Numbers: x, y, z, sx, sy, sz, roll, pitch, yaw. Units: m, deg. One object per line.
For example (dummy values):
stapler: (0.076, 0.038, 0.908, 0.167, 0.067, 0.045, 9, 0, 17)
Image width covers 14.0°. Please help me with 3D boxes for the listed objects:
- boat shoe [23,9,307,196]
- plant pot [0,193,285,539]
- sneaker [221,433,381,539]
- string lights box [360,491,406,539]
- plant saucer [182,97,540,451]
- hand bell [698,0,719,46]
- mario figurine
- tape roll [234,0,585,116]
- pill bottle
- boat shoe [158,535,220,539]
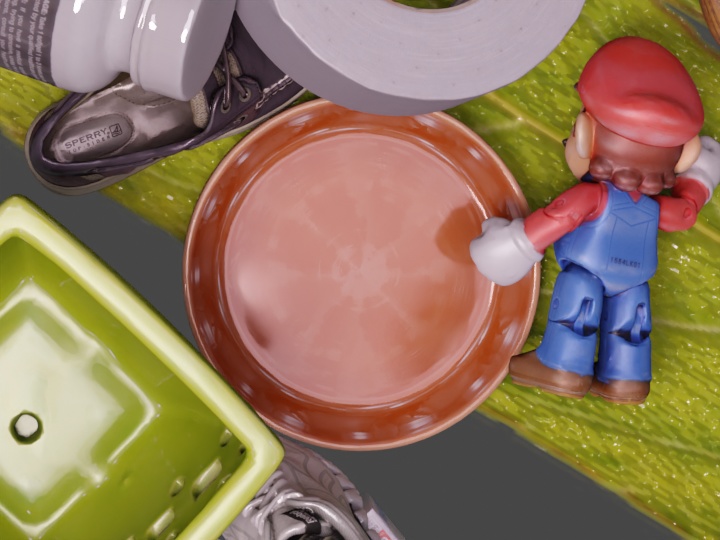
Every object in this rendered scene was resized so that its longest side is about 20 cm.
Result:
boat shoe: (-0.092, -0.100, 1.598, 0.200, 0.065, 0.072, -26, 96, -3)
plant pot: (-0.177, 0.086, 1.551, 0.199, 0.181, 0.200, 44, 91, -9)
sneaker: (-0.034, 0.137, 1.572, 0.075, 0.200, 0.081, -46, 136, -3)
string lights box: (0.028, 0.235, 1.648, 0.103, 0.059, 0.200, -39, 98, 1)
plant saucer: (0.000, 0.000, 1.635, 0.200, 0.032, 0.200, -1, 97, -5)
hand bell: (0.184, -0.196, 1.611, 0.104, 0.104, 0.200, -24, 116, -3)
mario figurine: (0.133, -0.031, 1.620, 0.106, 0.123, 0.200, 12, 93, 25)
tape roll: (0.026, -0.186, 1.576, 0.200, 0.066, 0.200, 1, 85, -18)
pill bottle: (-0.170, -0.158, 1.538, 0.200, 0.111, 0.111, 20, 94, 10)
boat shoe: (-0.142, 0.226, 1.629, 0.075, 0.062, 0.200, 38, 89, 11)
